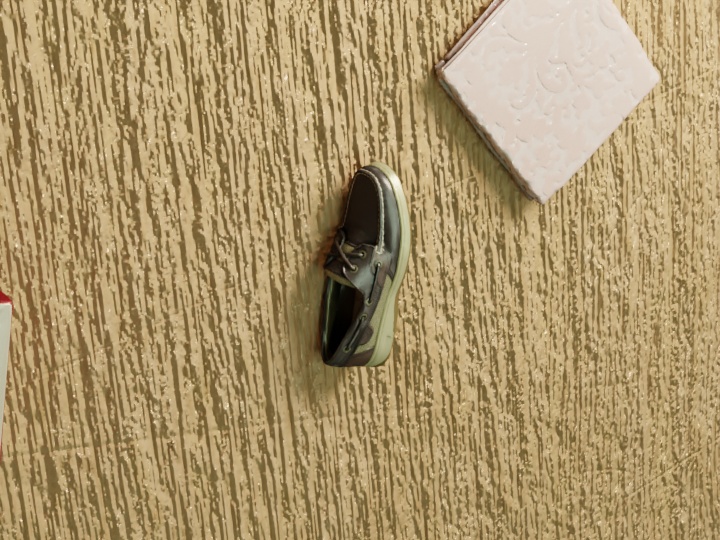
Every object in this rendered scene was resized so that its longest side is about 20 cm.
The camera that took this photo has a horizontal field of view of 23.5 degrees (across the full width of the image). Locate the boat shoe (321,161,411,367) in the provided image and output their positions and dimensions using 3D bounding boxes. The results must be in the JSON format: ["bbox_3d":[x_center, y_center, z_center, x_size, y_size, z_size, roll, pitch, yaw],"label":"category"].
[{"bbox_3d":[0.000,0.000,1.597,0.065,0.073,0.200,-11,112,-36],"label":"boat shoe"}]

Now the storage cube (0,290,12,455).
[{"bbox_3d":[-0.378,0.083,1.311,0.171,0.180,0.200,-1,106,-33],"label":"storage cube"}]

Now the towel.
[{"bbox_3d":[0.183,-0.192,1.677,0.191,0.032,0.200,-47,125,-10],"label":"towel"}]
